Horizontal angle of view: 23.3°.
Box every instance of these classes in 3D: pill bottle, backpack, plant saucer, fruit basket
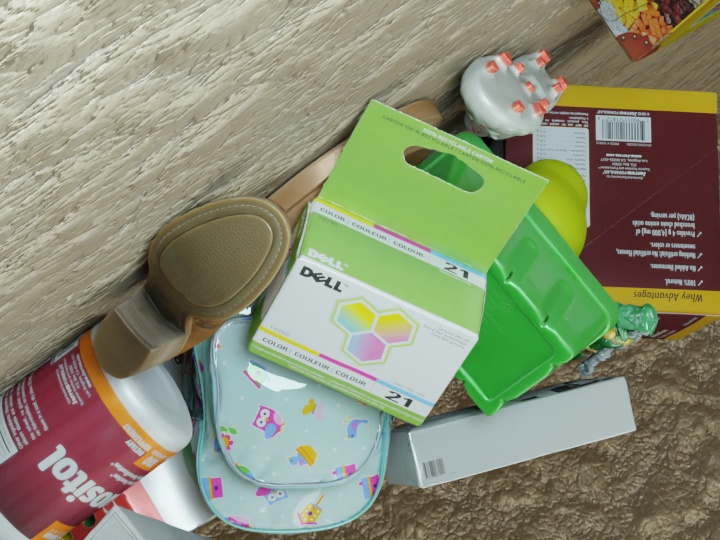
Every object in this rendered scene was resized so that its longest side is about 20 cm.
[{"bbox_3d":[-0.233,0.138,1.307,0.199,0.113,0.113,-36,174,8],"label":"pill bottle"},{"bbox_3d":[-0.056,0.112,1.401,0.174,0.203,0.153,-2,-168,-12],"label":"backpack"},{"bbox_3d":[-0.016,-0.062,1.364,0.199,0.032,0.200,-35,175,-4],"label":"plant saucer"},{"bbox_3d":[0.111,-0.011,1.410,0.155,0.217,0.215,-37,174,24],"label":"fruit basket"}]

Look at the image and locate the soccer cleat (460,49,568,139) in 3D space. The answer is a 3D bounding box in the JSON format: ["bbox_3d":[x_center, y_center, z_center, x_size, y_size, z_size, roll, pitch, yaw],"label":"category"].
[{"bbox_3d":[0.110,-0.130,1.377,0.077,0.070,0.200,-34,178,21],"label":"soccer cleat"}]

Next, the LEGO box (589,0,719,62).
[{"bbox_3d":[0.279,-0.251,1.298,0.199,0.078,0.149,-30,172,-42],"label":"LEGO box"}]

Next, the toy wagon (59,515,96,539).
[{"bbox_3d":[-0.249,0.197,1.507,0.040,0.154,0.200,-59,-173,20],"label":"toy wagon"}]

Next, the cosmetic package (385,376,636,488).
[{"bbox_3d":[0.121,0.133,1.456,0.198,0.051,0.082,-13,177,-19],"label":"cosmetic package"}]

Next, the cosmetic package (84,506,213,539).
[{"bbox_3d":[-0.164,0.247,1.382,0.083,0.051,0.200,-46,156,2],"label":"cosmetic package"}]

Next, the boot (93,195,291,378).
[{"bbox_3d":[-0.088,-0.011,1.211,0.199,0.074,0.154,-35,180,36],"label":"boot"}]

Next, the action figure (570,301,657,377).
[{"bbox_3d":[0.174,0.060,1.486,0.117,0.055,0.199,15,156,-37],"label":"action figure"}]

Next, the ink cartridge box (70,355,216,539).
[{"bbox_3d":[-0.180,0.150,1.476,0.050,0.162,0.199,-35,175,37],"label":"ink cartridge box"}]

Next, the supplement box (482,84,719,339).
[{"bbox_3d":[0.212,-0.049,1.572,0.195,0.203,0.133,2,169,-6],"label":"supplement box"}]

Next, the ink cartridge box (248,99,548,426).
[{"bbox_3d":[0.024,-0.003,1.249,0.076,0.146,0.201,-76,-167,-49],"label":"ink cartridge box"}]
